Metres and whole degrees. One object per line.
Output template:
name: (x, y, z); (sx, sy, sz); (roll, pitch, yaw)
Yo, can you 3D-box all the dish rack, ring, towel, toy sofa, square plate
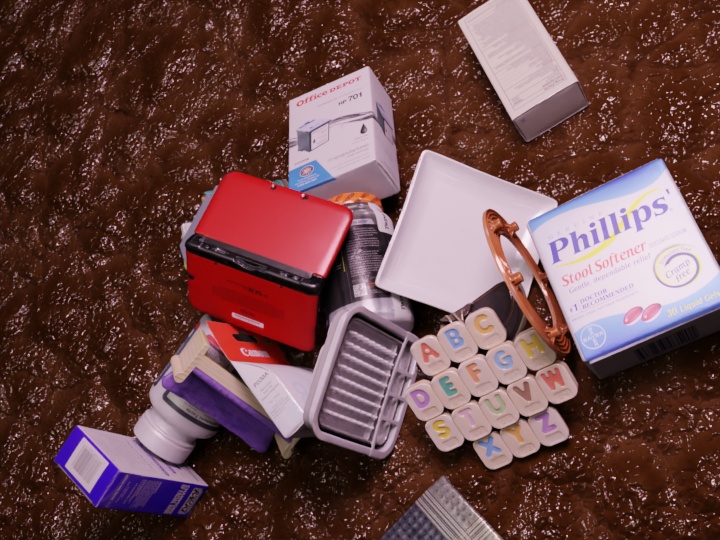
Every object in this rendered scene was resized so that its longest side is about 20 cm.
dish rack: (0.000, 0.143, 1.120); (0.043, 0.200, 0.172); (11, 77, 35)
ring: (0.208, 0.010, 1.058); (0.019, 0.200, 0.201); (-31, 60, 20)
towel: (0.103, 0.390, 1.078); (0.193, 0.035, 0.200); (-46, 55, 2)
toy sofa: (-0.171, 0.179, 1.192); (0.098, 0.200, 0.083); (-51, 19, -1)
square plate: (0.142, -0.036, 1.164); (0.199, 0.028, 0.199); (21, 80, -4)

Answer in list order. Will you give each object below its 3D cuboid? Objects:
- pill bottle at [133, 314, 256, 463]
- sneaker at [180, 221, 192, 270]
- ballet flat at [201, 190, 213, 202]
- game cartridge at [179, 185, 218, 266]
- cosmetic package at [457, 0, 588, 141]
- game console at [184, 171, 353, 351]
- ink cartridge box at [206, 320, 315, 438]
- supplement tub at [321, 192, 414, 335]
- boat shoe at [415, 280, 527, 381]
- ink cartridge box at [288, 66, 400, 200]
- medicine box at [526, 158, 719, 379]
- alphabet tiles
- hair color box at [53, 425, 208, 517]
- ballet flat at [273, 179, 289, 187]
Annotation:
pill bottle: (-0.238, 0.176, 1.280); (0.120, 0.120, 0.200); (38, 91, 33)
sneaker: (-0.201, -0.028, 1.370); (0.199, 0.078, 0.091); (1, 80, 34)
ballet flat: (-0.164, -0.104, 1.389); (0.199, 0.069, 0.063); (-3, 98, 29)
game cartridge: (-0.193, -0.025, 1.279); (0.200, 0.041, 0.133); (43, 111, 42)
cosmetic package: (0.229, -0.296, 1.237); (0.103, 0.073, 0.200); (-29, 61, 15)
game console: (-0.124, -0.012, 1.183); (0.199, 0.173, 0.119); (19, 40, 17)
ink cartridge box: (-0.102, 0.136, 1.182); (0.047, 0.160, 0.200); (-44, 67, 14)
supplement tub: (0.000, 0.000, 1.218); (0.122, 0.122, 0.201); (-20, 64, 20)
boat shoe: (0.136, 0.086, 1.093); (0.200, 0.073, 0.075); (-57, 40, 38)
ink cartridge box: (-0.027, -0.187, 1.299); (0.146, 0.086, 0.200); (-20, 51, 20)
medicine box: (0.328, 0.001, 1.057); (0.182, 0.103, 0.200); (-26, 62, 17)
alphabet tiles: (0.158, 0.149, 1.067); (0.200, 0.015, 0.196); (-29, 99, 24)
hair color box: (-0.320, 0.288, 1.233); (0.109, 0.200, 0.065); (34, 91, 33)
ballet flat: (-0.099, -0.046, 1.278); (0.067, 0.064, 0.200); (-41, 43, 36)
